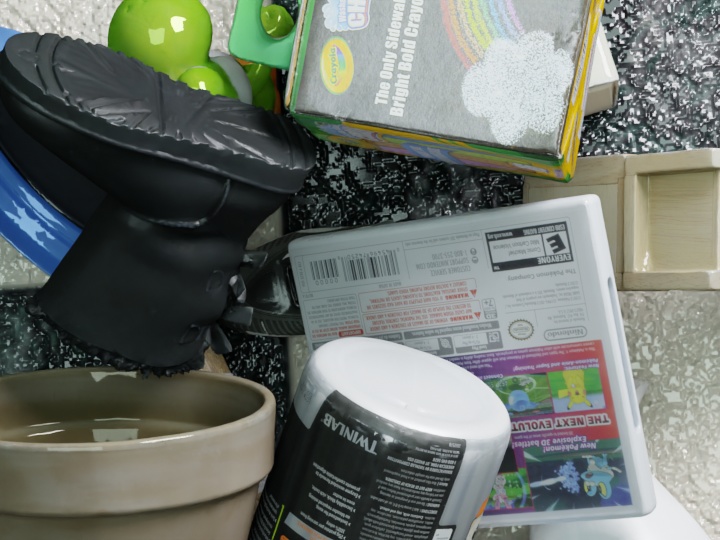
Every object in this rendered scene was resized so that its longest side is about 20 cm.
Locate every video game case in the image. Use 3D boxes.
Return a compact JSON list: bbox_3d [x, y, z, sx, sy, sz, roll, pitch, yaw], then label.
[{"bbox_3d":[0.062,0.058,1.277,0.199,0.023,0.184,-8,98,30],"label":"video game case"}]

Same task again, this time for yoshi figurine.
[{"bbox_3d":[-0.101,-0.122,1.314,0.111,0.200,0.113,27,93,1],"label":"yoshi figurine"}]

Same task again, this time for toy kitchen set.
[{"bbox_3d":[0.231,-0.067,1.343,0.199,0.180,0.164,2,88,-34],"label":"toy kitchen set"}]

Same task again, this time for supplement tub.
[{"bbox_3d":[-0.001,0.150,1.246,0.122,0.123,0.201,22,110,8],"label":"supplement tub"}]

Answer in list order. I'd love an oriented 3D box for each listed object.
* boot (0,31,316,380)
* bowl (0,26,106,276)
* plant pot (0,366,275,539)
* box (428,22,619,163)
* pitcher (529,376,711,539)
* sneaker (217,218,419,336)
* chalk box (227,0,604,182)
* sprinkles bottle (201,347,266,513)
[{"bbox_3d":[-0.134,-0.030,1.211,0.197,0.074,0.163,17,124,-28],"label":"boot"},{"bbox_3d":[-0.183,-0.062,1.331,0.200,0.201,0.039,38,63,8],"label":"bowl"},{"bbox_3d":[-0.144,0.156,1.219,0.198,0.200,0.175,1,100,6],"label":"plant pot"},{"bbox_3d":[0.070,-0.182,1.350,0.127,0.109,0.201,-16,84,5],"label":"box"},{"bbox_3d":[0.132,0.187,1.319,0.171,0.121,0.201,-28,71,22],"label":"pitcher"},{"bbox_3d":[0.000,0.000,1.351,0.199,0.090,0.067,-6,84,6],"label":"sneaker"},{"bbox_3d":[0.029,-0.130,1.235,0.199,0.124,0.125,11,88,9],"label":"chalk box"},{"bbox_3d":[-0.087,0.122,1.362,0.068,0.068,0.201,-25,83,3],"label":"sprinkles bottle"}]
